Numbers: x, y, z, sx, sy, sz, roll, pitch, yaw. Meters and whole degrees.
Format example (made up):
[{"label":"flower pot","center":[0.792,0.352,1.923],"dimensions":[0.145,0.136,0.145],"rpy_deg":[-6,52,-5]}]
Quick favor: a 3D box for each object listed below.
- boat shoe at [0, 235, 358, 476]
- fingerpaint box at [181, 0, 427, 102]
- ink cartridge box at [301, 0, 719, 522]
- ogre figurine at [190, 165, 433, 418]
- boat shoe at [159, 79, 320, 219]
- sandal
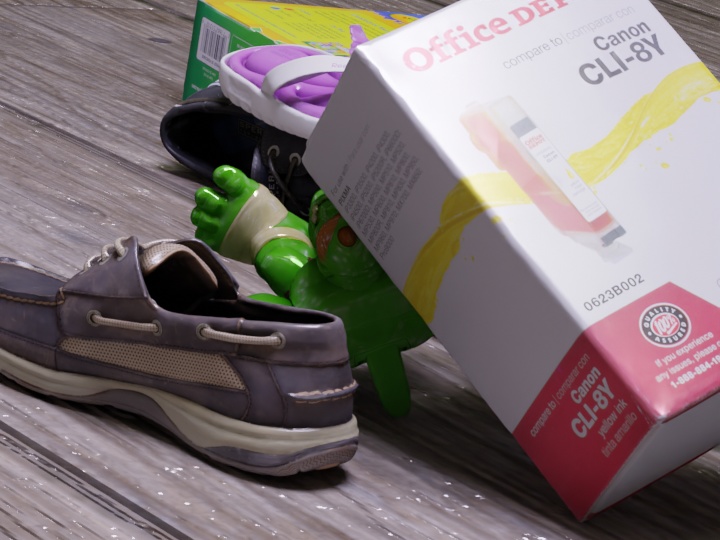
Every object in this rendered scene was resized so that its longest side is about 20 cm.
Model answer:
[{"label":"boat shoe","center":[-0.080,0.020,1.178],"dimensions":[0.200,0.074,0.074],"rpy_deg":[18,16,29]},{"label":"fingerpaint box","center":[0.010,-0.101,1.724],"dimensions":[0.166,0.074,0.200],"rpy_deg":[1,17,-29]},{"label":"ink cartridge box","center":[0.093,-0.021,1.180],"dimensions":[0.145,0.083,0.200],"rpy_deg":[-26,68,-34]},{"label":"ogre figurine","center":[0.000,0.000,1.261],"dimensions":[0.199,0.098,0.120],"rpy_deg":[-1,26,-11]},{"label":"boat shoe","center":[-0.036,-0.058,1.550],"dimensions":[0.066,0.070,0.200],"rpy_deg":[-22,34,-34]},{"label":"sandal","center":[-0.012,-0.101,1.499],"dimensions":[0.082,0.050,0.202],"rpy_deg":[-21,23,-35]}]
